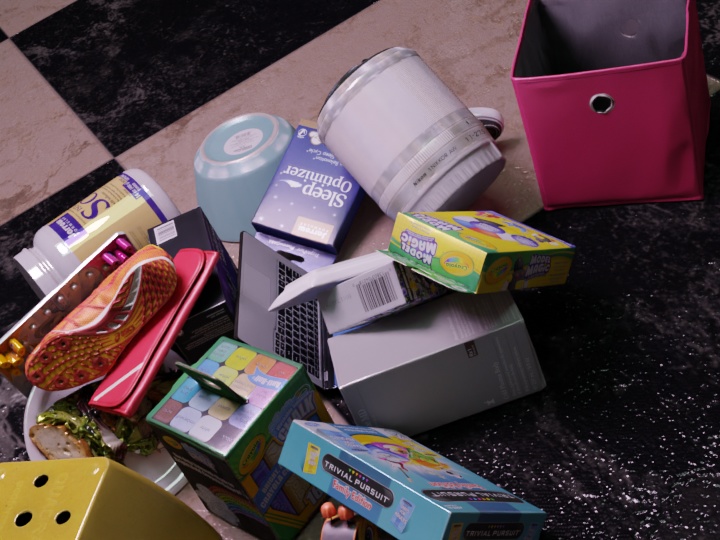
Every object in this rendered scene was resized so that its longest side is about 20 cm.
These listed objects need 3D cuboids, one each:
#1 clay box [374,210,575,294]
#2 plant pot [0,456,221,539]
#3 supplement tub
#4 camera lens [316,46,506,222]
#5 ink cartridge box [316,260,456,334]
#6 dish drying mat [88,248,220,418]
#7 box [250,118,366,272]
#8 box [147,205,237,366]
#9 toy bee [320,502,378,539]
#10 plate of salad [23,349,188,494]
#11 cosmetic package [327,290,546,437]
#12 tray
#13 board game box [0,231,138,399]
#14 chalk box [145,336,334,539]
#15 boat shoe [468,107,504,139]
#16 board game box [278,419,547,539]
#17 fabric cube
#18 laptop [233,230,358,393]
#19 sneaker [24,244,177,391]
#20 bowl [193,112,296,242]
[{"bbox_3d":[0.118,-0.021,1.132,0.115,0.048,0.200,27,18,35],"label":"clay box"},{"bbox_3d":[-0.278,0.285,1.061,0.200,0.177,0.200,-7,41,20],"label":"plant pot"},{"bbox_3d":[-0.335,-0.025,1.470,0.200,0.146,0.145,-38,41,-18],"label":"supplement tub"},{"bbox_3d":[0.058,-0.158,1.360,0.160,0.160,0.200,-38,79,-18],"label":"camera lens"},{"bbox_3d":[0.057,0.017,1.219,0.109,0.050,0.200,-23,-7,36],"label":"ink cartridge box"},{"bbox_3d":[-0.220,0.062,1.196,0.077,0.018,0.200,2,59,47],"label":"dish drying mat"},{"bbox_3d":[-0.059,-0.097,1.445,0.121,0.032,0.200,16,70,19],"label":"box"},{"bbox_3d":[-0.178,0.040,1.321,0.079,0.141,0.200,-24,39,0],"label":"box"},{"bbox_3d":[-0.020,0.266,1.013,0.131,0.109,0.200,-17,39,10],"label":"toy bee"},{"bbox_3d":[-0.262,0.162,1.214,0.200,0.048,0.200,5,69,-13],"label":"plate of salad"},{"bbox_3d":[0.077,0.097,1.161,0.200,0.107,0.090,-23,37,2],"label":"cosmetic package"},{"bbox_3d":[0.000,0.000,1.235,0.200,0.022,0.107,-17,-6,-34],"label":"tray"},{"bbox_3d":[-0.304,0.078,1.283,0.026,0.200,0.200,36,73,29],"label":"board game box"},{"bbox_3d":[-0.115,0.155,1.111,0.125,0.200,0.124,17,53,38],"label":"chalk box"},{"bbox_3d":[0.096,-0.154,1.474,0.200,0.070,0.066,-14,52,8],"label":"boat shoe"},{"bbox_3d":[0.047,0.199,1.026,0.200,0.151,0.047,22,96,42],"label":"board game box"},{"bbox_3d":[0.304,-0.212,1.332,0.196,0.200,0.200,-3,43,22],"label":"fabric cube"},{"bbox_3d":[-0.030,0.031,1.276,0.116,0.200,0.187,-41,31,26],"label":"laptop"},{"bbox_3d":[-0.274,0.055,1.201,0.200,0.073,0.077,-40,22,-2],"label":"sneaker"},{"bbox_3d":[-0.151,-0.144,1.550,0.200,0.105,0.201,-14,39,12],"label":"bowl"}]
